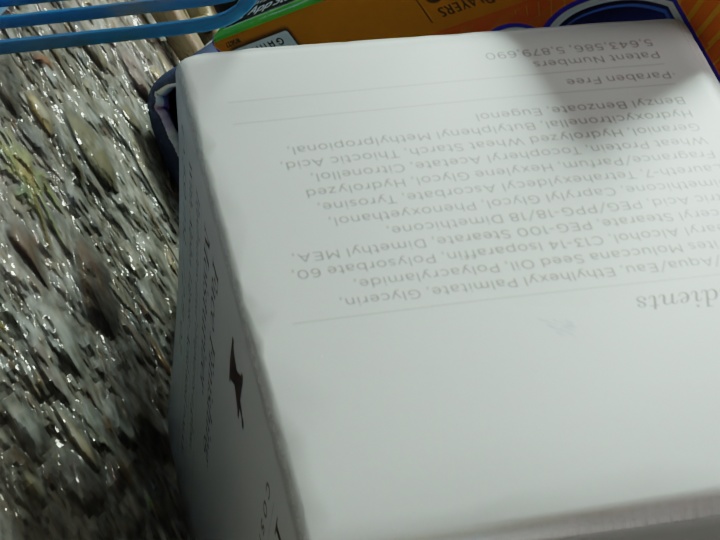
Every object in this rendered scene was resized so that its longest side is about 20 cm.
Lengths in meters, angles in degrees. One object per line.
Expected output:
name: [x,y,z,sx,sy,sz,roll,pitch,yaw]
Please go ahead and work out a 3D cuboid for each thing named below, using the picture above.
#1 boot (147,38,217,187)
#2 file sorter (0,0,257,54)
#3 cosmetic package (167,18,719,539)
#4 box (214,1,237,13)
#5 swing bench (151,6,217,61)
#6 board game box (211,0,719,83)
boot: [-0.031,-0.011,0.910,0.200,0.073,0.090,59,24,-6]
file sorter: [-0.090,-0.157,0.668,0.200,0.122,0.139,-86,169,-72]
cosmetic package: [0.038,0.053,0.582,0.200,0.165,0.165,-108,-163,-46]
box: [-0.105,-0.222,1.181,0.200,0.036,0.143,60,9,-17]
swing bench: [0.026,-0.107,1.045,0.200,0.199,0.130,61,9,-6]
board game box: [0.110,-0.099,0.748,0.200,0.200,0.200,50,48,-26]
